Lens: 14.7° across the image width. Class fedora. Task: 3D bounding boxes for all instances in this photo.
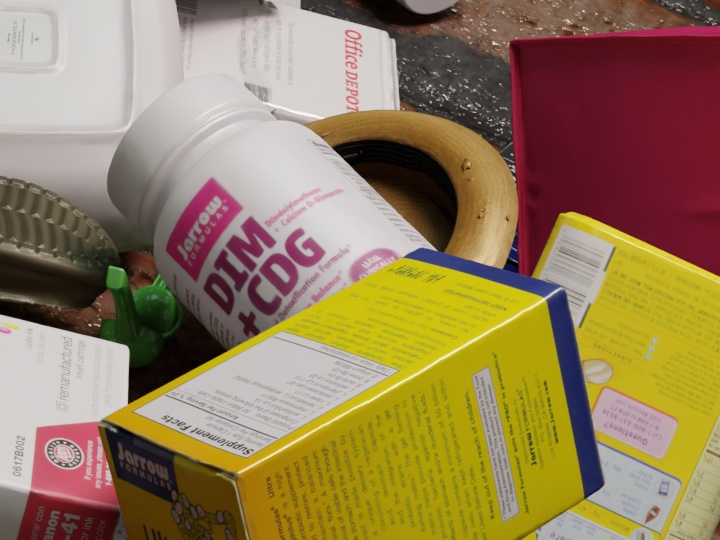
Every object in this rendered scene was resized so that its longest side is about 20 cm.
[{"bbox_3d":[0.000,0.000,1.574,0.199,0.082,0.201,-8,48,8],"label":"fedora"}]

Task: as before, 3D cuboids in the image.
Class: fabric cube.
[{"bbox_3d":[0.226,-0.045,1.659,0.198,0.202,0.196,-7,8,-39],"label":"fabric cube"}]

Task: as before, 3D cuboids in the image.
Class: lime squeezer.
[{"bbox_3d":[-0.121,0.013,1.544,0.037,0.071,0.200,-2,11,11],"label":"lime squeezer"}]

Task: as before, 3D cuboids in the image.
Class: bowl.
[{"bbox_3d":[-0.196,-0.114,1.596,0.198,0.075,0.201,3,59,-10],"label":"bowl"}]

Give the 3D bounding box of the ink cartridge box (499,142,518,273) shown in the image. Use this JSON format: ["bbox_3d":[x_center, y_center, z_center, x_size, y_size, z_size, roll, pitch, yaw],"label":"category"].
[{"bbox_3d":[0.129,-0.047,1.831,0.094,0.037,0.200,29,33,14],"label":"ink cartridge box"}]

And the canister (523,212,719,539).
[{"bbox_3d":[0.124,0.088,1.421,0.148,0.201,0.087,25,0,3],"label":"canister"}]

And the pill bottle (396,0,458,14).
[{"bbox_3d":[0.002,-0.279,2.047,0.116,0.117,0.200,-12,43,-43],"label":"pill bottle"}]

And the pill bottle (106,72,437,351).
[{"bbox_3d":[-0.036,-0.005,1.451,0.113,0.114,0.200,-15,51,-46],"label":"pill bottle"}]

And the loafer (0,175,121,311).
[{"bbox_3d":[-0.229,-0.011,1.512,0.199,0.068,0.076,13,32,-10],"label":"loafer"}]

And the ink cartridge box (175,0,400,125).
[{"bbox_3d":[-0.081,-0.108,1.745,0.199,0.085,0.146,12,31,-8],"label":"ink cartridge box"}]

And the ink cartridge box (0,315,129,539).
[{"bbox_3d":[-0.216,0.083,1.350,0.199,0.086,0.148,15,30,-13],"label":"ink cartridge box"}]

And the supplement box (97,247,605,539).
[{"bbox_3d":[-0.002,0.085,1.283,0.199,0.110,0.109,-28,27,-31],"label":"supplement box"}]

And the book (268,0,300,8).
[{"bbox_3d":[-0.138,-0.206,1.914,0.199,0.048,0.134,17,28,-10],"label":"book"}]
